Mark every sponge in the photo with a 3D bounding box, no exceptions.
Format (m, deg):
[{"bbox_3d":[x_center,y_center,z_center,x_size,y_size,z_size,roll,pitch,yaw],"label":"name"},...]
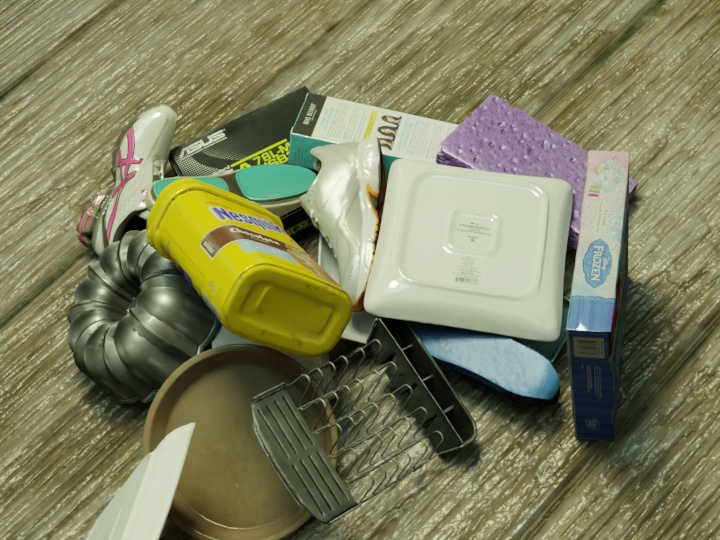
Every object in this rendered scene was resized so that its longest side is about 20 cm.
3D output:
[{"bbox_3d":[0.194,-0.110,1.274,0.199,0.030,0.112,34,57,17],"label":"sponge"}]

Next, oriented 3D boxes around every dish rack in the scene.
[{"bbox_3d":[-0.001,0.143,1.105,0.199,0.055,0.154,-24,72,-38],"label":"dish rack"}]

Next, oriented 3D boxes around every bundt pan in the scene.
[{"bbox_3d":[-0.246,0.040,1.260,0.201,0.076,0.203,-21,53,30],"label":"bundt pan"}]

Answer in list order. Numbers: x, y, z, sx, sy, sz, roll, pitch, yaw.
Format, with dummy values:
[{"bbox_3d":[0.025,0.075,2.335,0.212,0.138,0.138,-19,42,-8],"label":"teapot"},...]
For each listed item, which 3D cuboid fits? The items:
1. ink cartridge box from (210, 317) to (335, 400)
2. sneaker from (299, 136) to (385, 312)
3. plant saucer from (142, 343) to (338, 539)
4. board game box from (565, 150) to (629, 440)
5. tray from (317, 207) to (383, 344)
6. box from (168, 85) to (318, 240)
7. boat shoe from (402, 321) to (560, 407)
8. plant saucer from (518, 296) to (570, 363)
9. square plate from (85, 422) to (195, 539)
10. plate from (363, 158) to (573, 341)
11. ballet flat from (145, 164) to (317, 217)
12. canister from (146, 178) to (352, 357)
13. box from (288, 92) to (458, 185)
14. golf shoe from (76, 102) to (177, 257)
[{"bbox_3d":[-0.102,0.054,1.257,0.116,0.068,0.201,-16,52,4],"label":"ink cartridge box"},{"bbox_3d":[-0.021,-0.049,1.248,0.091,0.076,0.202,-1,65,8],"label":"sneaker"},{"bbox_3d":[-0.119,0.174,1.152,0.198,0.029,0.202,-1,82,6],"label":"plant saucer"},{"bbox_3d":[0.230,0.027,1.100,0.043,0.201,0.200,3,56,15],"label":"board game box"},{"bbox_3d":[0.000,0.000,1.273,0.107,0.022,0.201,15,52,-18],"label":"tray"},{"bbox_3d":[-0.110,-0.115,1.392,0.199,0.048,0.194,-26,55,-9],"label":"box"},{"bbox_3d":[0.113,0.086,1.177,0.084,0.069,0.200,-47,60,-7],"label":"boat shoe"},{"bbox_3d":[0.139,0.026,1.229,0.199,0.019,0.070,30,85,29],"label":"plant saucer"},{"bbox_3d":[-0.227,0.257,1.055,0.028,0.200,0.199,31,33,-13],"label":"square plate"},{"bbox_3d":[0.115,-0.032,1.181,0.198,0.032,0.201,9,58,5],"label":"plate"},{"bbox_3d":[-0.144,-0.078,1.298,0.198,0.070,0.070,-4,50,-17],"label":"ballet flat"},{"bbox_3d":[-0.110,-0.003,1.138,0.087,0.148,0.200,-60,38,10],"label":"canister"},{"bbox_3d":[0.022,-0.144,1.337,0.198,0.049,0.083,13,46,5],"label":"box"},{"bbox_3d":[-0.260,-0.101,1.383,0.092,0.072,0.201,31,100,28],"label":"golf shoe"}]
